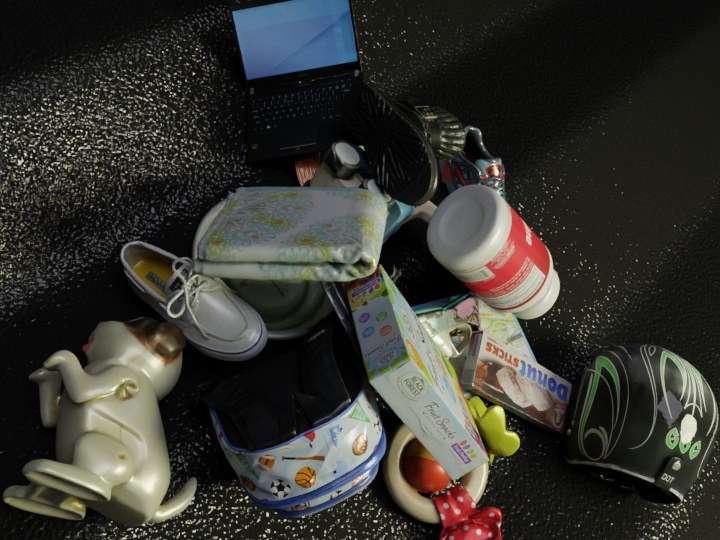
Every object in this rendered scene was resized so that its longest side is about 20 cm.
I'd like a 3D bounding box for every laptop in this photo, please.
[{"bbox_3d":[-0.085,-0.268,1.044,0.174,0.104,0.203,-8,61,5],"label":"laptop"}]

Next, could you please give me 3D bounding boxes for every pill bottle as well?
[{"bbox_3d":[0.181,-0.015,0.995,0.199,0.111,0.114,37,46,-42],"label":"pill bottle"}]

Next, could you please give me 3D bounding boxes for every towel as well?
[{"bbox_3d":[-0.072,-0.041,0.845,0.196,0.049,0.172,1,29,6],"label":"towel"}]

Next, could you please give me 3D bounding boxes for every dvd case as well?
[{"bbox_3d":[0.009,0.081,0.882,0.016,0.200,0.150,-28,83,5],"label":"dvd case"}]

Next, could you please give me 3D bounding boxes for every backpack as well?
[{"bbox_3d":[-0.063,0.163,0.794,0.198,0.190,0.156,-28,103,-7],"label":"backpack"}]

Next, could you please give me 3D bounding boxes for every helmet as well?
[{"bbox_3d":[0.378,0.194,1.023,0.197,0.200,0.193,26,72,-11],"label":"helmet"}]

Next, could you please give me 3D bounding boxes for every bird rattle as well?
[{"bbox_3d":[0.105,0.247,0.919,0.160,0.113,0.204,15,83,7],"label":"bird rattle"}]

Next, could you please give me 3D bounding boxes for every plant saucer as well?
[{"bbox_3d":[-0.117,-0.001,0.958,0.196,0.050,0.204,11,60,-19],"label":"plant saucer"}]

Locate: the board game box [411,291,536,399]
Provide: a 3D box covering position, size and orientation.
[{"bbox_3d":[0.137,0.103,1.037,0.197,0.034,0.136,-12,69,-31],"label":"board game box"}]

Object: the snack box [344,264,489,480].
[{"bbox_3d":[0.061,0.111,0.812,0.201,0.052,0.143,53,12,-37],"label":"snack box"}]

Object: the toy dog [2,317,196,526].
[{"bbox_3d":[-0.241,0.139,0.771,0.191,0.140,0.203,18,55,-17],"label":"toy dog"}]

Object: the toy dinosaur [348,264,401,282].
[{"bbox_3d":[0.000,0.000,1.021,0.087,0.048,0.202,-24,79,-20],"label":"toy dinosaur"}]

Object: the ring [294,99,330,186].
[{"bbox_3d":[0.004,-0.154,1.083,0.196,0.019,0.205,2,78,-8],"label":"ring"}]

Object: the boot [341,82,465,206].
[{"bbox_3d":[0.080,-0.157,0.983,0.156,0.080,0.213,11,41,-42],"label":"boot"}]

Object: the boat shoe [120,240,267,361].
[{"bbox_3d":[-0.189,0.022,0.834,0.200,0.087,0.075,33,69,24],"label":"boat shoe"}]

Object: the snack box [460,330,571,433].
[{"bbox_3d":[0.209,0.150,1.004,0.198,0.024,0.073,30,65,-34],"label":"snack box"}]

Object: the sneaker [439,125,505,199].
[{"bbox_3d":[0.178,-0.127,1.144,0.078,0.096,0.203,-14,71,-30],"label":"sneaker"}]

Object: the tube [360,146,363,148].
[{"bbox_3d":[-0.001,-0.190,1.124,0.198,0.052,0.058,28,12,-6],"label":"tube"}]

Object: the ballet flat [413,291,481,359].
[{"bbox_3d":[0.099,0.078,0.949,0.199,0.069,0.072,-13,74,-53],"label":"ballet flat"}]

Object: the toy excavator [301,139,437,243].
[{"bbox_3d":[0.045,-0.088,1.013,0.195,0.100,0.199,51,40,12],"label":"toy excavator"}]
